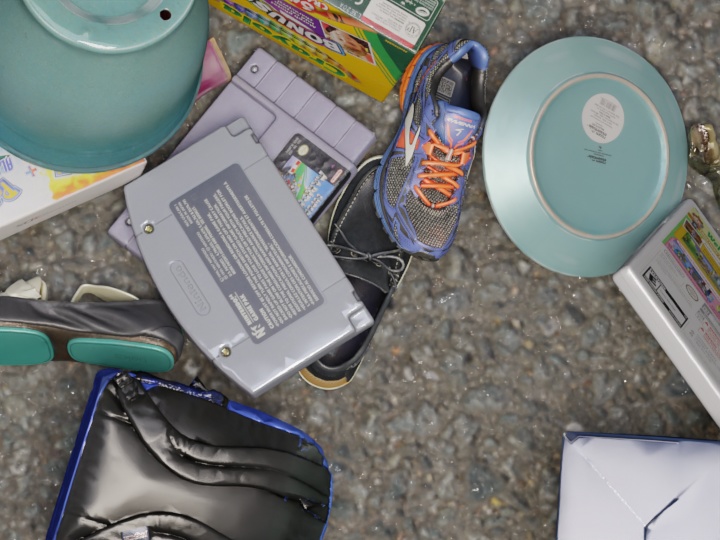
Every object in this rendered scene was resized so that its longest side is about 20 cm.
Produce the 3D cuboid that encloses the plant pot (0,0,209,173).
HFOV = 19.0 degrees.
[{"bbox_3d":[-0.198,-0.194,1.601,0.200,0.188,0.200,4,75,-14],"label":"plant pot"}]

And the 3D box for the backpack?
[{"bbox_3d":[-0.126,0.167,1.663,0.200,0.168,0.163,17,90,-10],"label":"backpack"}]

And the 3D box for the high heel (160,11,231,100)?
[{"bbox_3d":[-0.192,-0.215,1.748,0.096,0.067,0.200,-31,101,-18],"label":"high heel"}]

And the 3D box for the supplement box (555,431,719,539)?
[{"bbox_3d":[0.217,0.232,1.671,0.134,0.200,0.200,4,83,7],"label":"supplement box"}]

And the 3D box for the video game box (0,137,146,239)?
[{"bbox_3d":[-0.296,-0.118,1.680,0.200,0.047,0.182,-26,84,-20],"label":"video game box"}]

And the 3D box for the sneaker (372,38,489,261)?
[{"bbox_3d":[0.062,-0.103,1.736,0.075,0.078,0.200,15,68,-21],"label":"sneaker"}]

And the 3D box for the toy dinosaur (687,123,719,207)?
[{"bbox_3d":[0.351,-0.049,1.809,0.088,0.047,0.200,-31,89,5],"label":"toy dinosaur"}]

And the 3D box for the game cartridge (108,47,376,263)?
[{"bbox_3d":[-0.094,-0.068,1.751,0.130,0.038,0.200,36,81,12],"label":"game cartridge"}]

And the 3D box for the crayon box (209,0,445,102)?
[{"bbox_3d":[-0.044,-0.222,1.712,0.200,0.173,0.058,30,78,-3],"label":"crayon box"}]

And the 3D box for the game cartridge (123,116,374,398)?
[{"bbox_3d":[-0.096,-0.007,1.704,0.133,0.042,0.200,-32,79,-1],"label":"game cartridge"}]

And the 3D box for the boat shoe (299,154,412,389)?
[{"bbox_3d":[0.000,0.000,1.751,0.075,0.062,0.200,20,80,-3],"label":"boat shoe"}]

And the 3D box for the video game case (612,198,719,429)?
[{"bbox_3d":[0.292,0.053,1.734,0.022,0.182,0.200,-35,92,31],"label":"video game case"}]

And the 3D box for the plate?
[{"bbox_3d":[0.192,-0.094,1.770,0.200,0.026,0.201,-1,92,-25],"label":"plate"}]

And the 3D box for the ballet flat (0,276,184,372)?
[{"bbox_3d":[-0.239,0.042,1.719,0.200,0.073,0.073,3,83,-1],"label":"ballet flat"}]
